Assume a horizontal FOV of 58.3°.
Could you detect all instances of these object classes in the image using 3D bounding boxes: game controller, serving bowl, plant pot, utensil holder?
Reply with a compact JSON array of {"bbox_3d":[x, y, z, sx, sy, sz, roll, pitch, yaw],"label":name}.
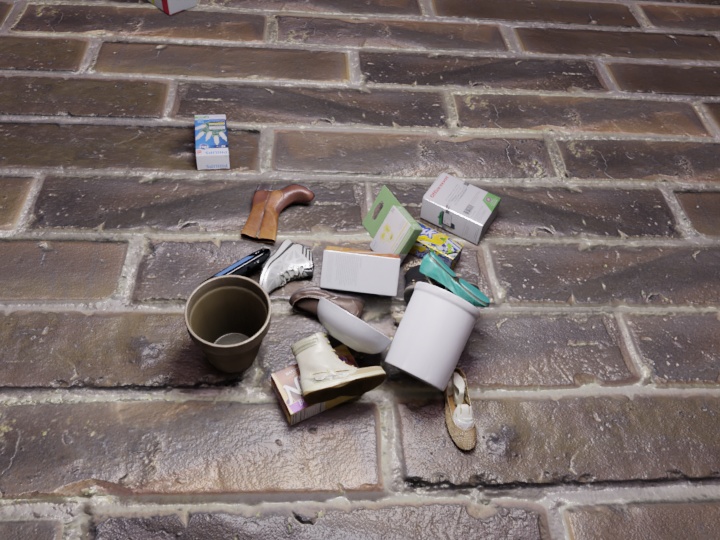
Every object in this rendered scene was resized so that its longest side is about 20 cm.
[{"bbox_3d":[-0.328,-0.004,1.692,0.198,0.043,0.104,-33,23,-27],"label":"game controller"},{"bbox_3d":[-0.024,0.142,1.522,0.198,0.200,0.067,29,85,18],"label":"serving bowl"},{"bbox_3d":[-0.303,0.144,1.506,0.195,0.175,0.203,3,48,-3],"label":"plant pot"},{"bbox_3d":[0.165,0.155,1.509,0.167,0.170,0.203,24,83,15],"label":"utensil holder"}]

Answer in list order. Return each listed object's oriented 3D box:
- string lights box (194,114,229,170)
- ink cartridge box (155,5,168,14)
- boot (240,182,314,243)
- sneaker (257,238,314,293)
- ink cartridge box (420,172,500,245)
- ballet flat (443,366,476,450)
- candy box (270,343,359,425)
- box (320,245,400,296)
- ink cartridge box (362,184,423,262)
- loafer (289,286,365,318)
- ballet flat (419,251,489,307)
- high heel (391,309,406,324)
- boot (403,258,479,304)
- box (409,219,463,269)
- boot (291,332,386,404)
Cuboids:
[{"bbox_3d":[-0.469,-0.406,2.036,0.100,0.060,0.203,-5,50,-12],"label":"string lights box"},{"bbox_3d":[-0.775,-1.149,2.584,0.199,0.146,0.145,37,55,25],"label":"ink cartridge box"},{"bbox_3d":[-0.234,-0.165,1.851,0.184,0.069,0.203,8,50,0],"label":"boot"},{"bbox_3d":[-0.187,0.001,1.707,0.113,0.077,0.202,19,48,13],"label":"sneaker"},{"bbox_3d":[0.294,-0.187,1.914,0.197,0.085,0.146,27,51,17],"label":"ink cartridge box"},{"bbox_3d":[0.228,0.311,1.493,0.069,0.066,0.203,-3,50,-10],"label":"ballet flat"},{"bbox_3d":[-0.098,0.263,1.506,0.197,0.057,0.117,-18,54,-22],"label":"candy box"},{"bbox_3d":[0.000,0.000,1.678,0.195,0.100,0.124,7,6,-1],"label":"box"},{"bbox_3d":[0.072,-0.123,1.796,0.047,0.147,0.201,-1,43,-45],"label":"ink cartridge box"},{"bbox_3d":[-0.085,0.093,1.640,0.195,0.074,0.072,4,47,-3],"label":"loafer"},{"bbox_3d":[0.226,0.040,1.593,0.199,0.071,0.067,40,19,3],"label":"ballet flat"},{"bbox_3d":[0.187,0.114,1.668,0.196,0.073,0.143,17,38,12],"label":"high heel"},{"bbox_3d":[0.205,0.029,1.700,0.195,0.075,0.151,-6,29,1],"label":"boot"},{"bbox_3d":[0.186,-0.076,1.821,0.198,0.065,0.070,29,52,17],"label":"box"},{"bbox_3d":[-0.052,0.211,1.475,0.196,0.073,0.156,-10,49,-14],"label":"boot"}]
